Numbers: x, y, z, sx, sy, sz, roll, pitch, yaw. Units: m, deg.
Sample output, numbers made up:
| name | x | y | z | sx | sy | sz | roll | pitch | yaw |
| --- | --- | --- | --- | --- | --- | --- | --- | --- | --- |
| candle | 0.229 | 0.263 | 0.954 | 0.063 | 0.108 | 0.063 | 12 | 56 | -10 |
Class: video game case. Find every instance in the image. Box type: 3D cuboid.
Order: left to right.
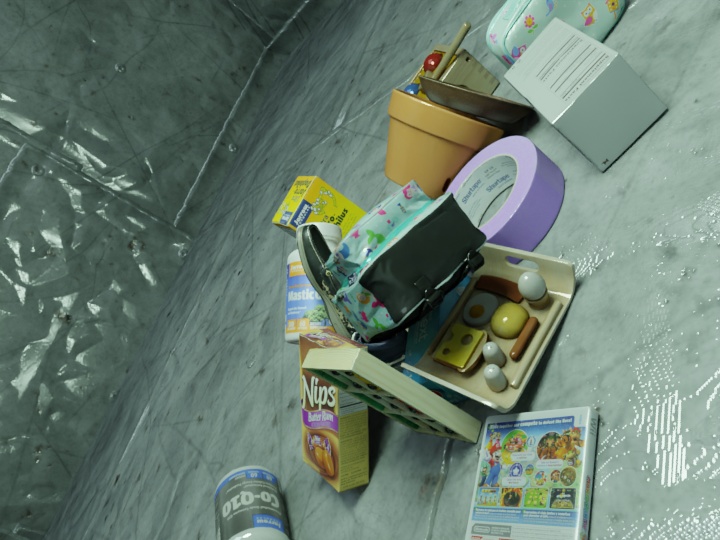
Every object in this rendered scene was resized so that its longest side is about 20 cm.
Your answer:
| name | x | y | z | sx | sy | sz | roll | pitch | yaw |
| --- | --- | --- | --- | --- | --- | --- | --- | --- | --- |
| video game case | 0.168 | 0.242 | 0.618 | 0.142 | 0.018 | 0.202 | -25 | 41 | 51 |

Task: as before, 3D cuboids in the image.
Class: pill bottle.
| name | x | y | z | sx | sy | sz | roll | pitch | yaw |
| --- | --- | --- | --- | --- | --- | --- | --- | --- | --- |
| pill bottle | -0.163 | 0.406 | 0.927 | 0.114 | 0.113 | 0.200 | -53 | 26 | 9 |
| pill bottle | -0.074 | 0.025 | 1.057 | 0.111 | 0.111 | 0.204 | -17 | 70 | 54 |

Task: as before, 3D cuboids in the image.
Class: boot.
| name | x | y | z | sx | sy | sz | roll | pitch | yaw |
| --- | --- | --- | --- | --- | --- | --- | --- | --- | --- |
| boot | 0.000 | 0.122 | 0.916 | 0.198 | 0.091 | 0.073 | -16 | 42 | 30 |
| boot | 0.001 | 0.000 | 0.947 | 0.152 | 0.206 | 0.073 | -23 | 6 | 24 |

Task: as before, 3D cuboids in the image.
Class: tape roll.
| name | x | y | z | sx | sy | sz | roll | pitch | yaw |
| --- | --- | --- | --- | --- | --- | --- | --- | --- | --- |
| tape roll | 0.199 | -0.096 | 0.900 | 0.200 | 0.065 | 0.202 | -44 | 27 | 29 |

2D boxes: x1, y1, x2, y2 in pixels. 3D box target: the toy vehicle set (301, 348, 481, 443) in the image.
| name | x | y | z | sx | sy | sz | roll | pitch | yaw |
| --- | --- | --- | --- | --- | --- | --- | --- | --- | --- |
| toy vehicle set | 0.037 | 0.153 | 0.748 | 0.124 | 0.199 | 0.027 | -12 | 48 | 58 |

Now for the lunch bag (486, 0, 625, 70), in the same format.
| name | x | y | z | sx | sy | sz | roll | pitch | yaw |
| --- | --- | --- | --- | --- | --- | --- | --- | --- | --- |
| lunch bag | 0.301 | -0.394 | 0.946 | 0.201 | 0.159 | 0.077 | -53 | 25 | 11 |

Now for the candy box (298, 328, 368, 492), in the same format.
| name | x | y | z | sx | sy | sz | roll | pitch | yaw |
| --- | --- | --- | --- | --- | --- | --- | --- | --- | --- |
| candy box | -0.040 | 0.196 | 0.878 | 0.116 | 0.056 | 0.204 | 13 | 105 | 57 |

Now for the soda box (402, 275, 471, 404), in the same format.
| name | x | y | z | sx | sy | sz | roll | pitch | yaw |
| --- | --- | --- | --- | --- | --- | --- | --- | --- | --- |
| soda box | 0.110 | 0.085 | 0.848 | 0.064 | 0.067 | 0.202 | -30 | 36 | 40 |

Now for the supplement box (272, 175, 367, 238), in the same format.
| name | x | y | z | sx | sy | sz | roll | pitch | yaw |
| --- | --- | --- | --- | --- | --- | --- | --- | --- | --- |
| supplement box | -0.055 | -0.085 | 1.198 | 0.111 | 0.199 | 0.109 | -60 | 25 | -7 |

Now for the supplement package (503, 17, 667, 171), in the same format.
| name | x | y | z | sx | sy | sz | roll | pitch | yaw |
| --- | --- | --- | --- | --- | --- | --- | --- | --- | --- |
| supplement package | 0.298 | -0.245 | 0.832 | 0.110 | 0.113 | 0.201 | -47 | 28 | 22 |

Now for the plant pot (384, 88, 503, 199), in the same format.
| name | x | y | z | sx | sy | sz | roll | pitch | yaw |
| --- | --- | --- | --- | --- | --- | --- | --- | --- | --- |
| plant pot | 0.127 | -0.207 | 1.037 | 0.200 | 0.197 | 0.142 | -120 | 46 | -63 |

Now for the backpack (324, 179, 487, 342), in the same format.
| name | x | y | z | sx | sy | sz | roll | pitch | yaw |
| --- | --- | --- | --- | --- | --- | --- | --- | --- | --- |
| backpack | 0.045 | -0.002 | 0.773 | 0.177 | 0.151 | 0.200 | -41 | -9 | -22 |

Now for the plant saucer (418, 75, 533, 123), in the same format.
| name | x | y | z | sx | sy | sz | roll | pitch | yaw |
| --- | --- | --- | --- | --- | --- | --- | --- | --- | --- |
| plant saucer | 0.187 | -0.281 | 1.012 | 0.201 | 0.197 | 0.037 | -120 | 41 | -63 |

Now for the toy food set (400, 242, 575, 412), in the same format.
| name | x | y | z | sx | sy | sz | roll | pitch | yaw |
| --- | --- | --- | --- | --- | --- | --- | --- | --- | --- |
| toy food set | 0.151 | 0.059 | 0.731 | 0.142 | 0.061 | 0.201 | 16 | 62 | 44 |

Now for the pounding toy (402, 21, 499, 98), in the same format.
| name | x | y | z | sx | sy | sz | roll | pitch | yaw |
| --- | --- | --- | --- | --- | --- | --- | --- | --- | --- |
| pounding toy | 0.163 | -0.364 | 1.188 | 0.185 | 0.141 | 0.200 | -53 | 25 | 11 |
